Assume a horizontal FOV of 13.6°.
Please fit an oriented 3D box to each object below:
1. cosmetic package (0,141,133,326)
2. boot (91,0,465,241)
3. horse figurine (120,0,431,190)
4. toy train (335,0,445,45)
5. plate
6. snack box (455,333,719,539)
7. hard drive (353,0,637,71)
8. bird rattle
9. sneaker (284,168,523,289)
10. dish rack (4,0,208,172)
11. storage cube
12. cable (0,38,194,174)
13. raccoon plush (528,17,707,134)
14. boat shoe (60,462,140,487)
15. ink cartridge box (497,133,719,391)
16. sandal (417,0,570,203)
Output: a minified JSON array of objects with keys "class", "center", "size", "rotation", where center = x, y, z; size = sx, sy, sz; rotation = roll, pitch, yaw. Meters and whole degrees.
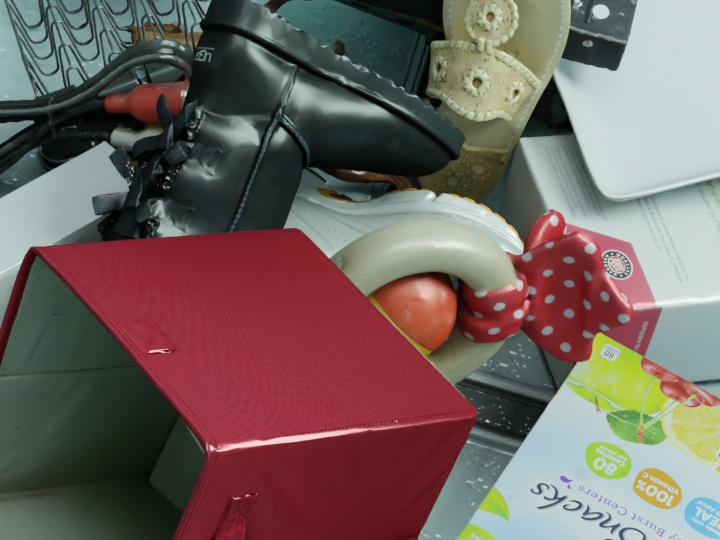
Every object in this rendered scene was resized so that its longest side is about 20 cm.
[{"class":"cosmetic package","center":[-0.209,0.006,1.717],"size":[0.200,0.083,0.051],"rotation":[-31,62,-36]},{"class":"boot","center":[-0.046,-0.049,1.726],"size":[0.198,0.073,0.163],"rotation":[28,81,-33]},{"class":"horse figurine","center":[-0.043,-0.114,1.894],"size":[0.132,0.050,0.200],"rotation":[-16,50,-35]},{"class":"toy train","center":[0.035,-0.198,1.929],"size":[0.199,0.114,0.086],"rotation":[18,62,-11]},{"class":"plate","center":[0.206,-0.129,1.850],"size":[0.199,0.032,0.200],"rotation":[-11,55,-14]},{"class":"snack box","center":[0.157,0.151,1.686],"size":[0.168,0.068,0.200],"rotation":[28,49,11]},{"class":"hard drive","center":[0.077,-0.208,1.840],"size":[0.199,0.038,0.140],"rotation":[15,59,0]},{"class":"bird rattle","center":[0.042,0.032,1.683],"size":[0.163,0.200,0.113],"rotation":[32,35,-46]},{"class":"sneaker","center":[0.000,0.000,1.793],"size":[0.199,0.076,0.092],"rotation":[11,53,7]},{"class":"dish rack","center":[-0.150,-0.162,1.883],"size":[0.153,0.055,0.200],"rotation":[-19,47,-3]},{"class":"storage cube","center":[-0.080,0.095,1.559],"size":[0.179,0.172,0.200],"rotation":[-5,37,-40]},{"class":"cable","center":[-0.166,-0.086,1.774],"size":[0.199,0.098,0.050],"rotation":[-1,35,9]},{"class":"raccoon plush","center":[0.164,-0.153,1.969],"size":[0.133,0.097,0.200],"rotation":[3,34,0]},{"class":"boat shoe","center":[-0.150,0.077,1.681],"size":[0.199,0.075,0.068],"rotation":[-19,39,-28]},{"class":"ink cartridge box","center":[0.200,-0.010,1.834],"size":[0.199,0.084,0.146],"rotation":[-5,49,-17]},{"class":"sandal","center":[0.073,-0.103,1.791],"size":[0.077,0.212,0.070],"rotation":[15,44,1]}]
